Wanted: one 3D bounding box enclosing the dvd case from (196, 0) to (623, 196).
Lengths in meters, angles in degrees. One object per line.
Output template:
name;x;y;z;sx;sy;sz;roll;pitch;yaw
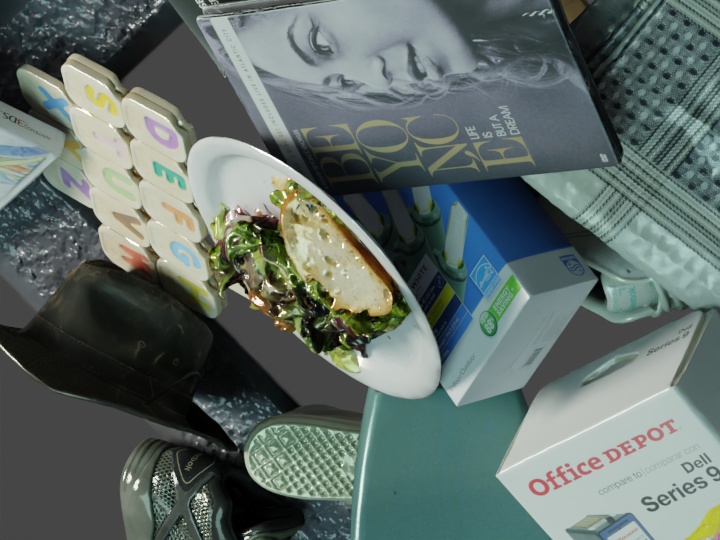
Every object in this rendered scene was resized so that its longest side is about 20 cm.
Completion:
dvd case;0.028;-0.101;1.586;0.200;0.016;0.149;-5;137;24

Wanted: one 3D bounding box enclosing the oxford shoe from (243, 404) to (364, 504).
oxford shoe;0.024;0.129;1.884;0.200;0.058;0.075;11;99;1

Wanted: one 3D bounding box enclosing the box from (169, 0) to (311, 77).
box;-0.010;-0.220;1.593;0.200;0.149;0.124;-16;125;32

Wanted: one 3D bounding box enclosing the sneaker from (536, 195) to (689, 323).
sneaker;0.182;0.002;1.708;0.200;0.080;0.070;2;121;17

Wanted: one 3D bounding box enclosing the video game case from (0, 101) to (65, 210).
video game case;-0.310;-0.079;1.846;0.182;0.022;0.200;26;146;-21

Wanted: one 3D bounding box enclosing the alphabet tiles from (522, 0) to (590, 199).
alphabet tiles;0.071;-0.124;1.722;0.166;0.006;0.200;-33;104;38

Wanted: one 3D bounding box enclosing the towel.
towel;0.200;-0.086;1.625;0.200;0.035;0.193;39;107;-8

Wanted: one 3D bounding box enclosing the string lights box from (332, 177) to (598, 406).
string lights box;0.043;-0.031;1.697;0.200;0.059;0.103;54;135;24

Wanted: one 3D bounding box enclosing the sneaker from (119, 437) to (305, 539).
sneaker;-0.095;0.212;1.977;0.114;0.076;0.200;10;120;26

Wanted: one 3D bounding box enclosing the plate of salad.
plate of salad;-0.034;0.006;1.677;0.200;0.048;0.200;38;158;18

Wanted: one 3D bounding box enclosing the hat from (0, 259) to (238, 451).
hat;-0.153;0.042;1.859;0.201;0.201;0.081;27;94;5

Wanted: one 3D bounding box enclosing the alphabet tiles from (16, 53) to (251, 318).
alphabet tiles;-0.134;-0.050;1.803;0.196;0.015;0.200;29;151;24

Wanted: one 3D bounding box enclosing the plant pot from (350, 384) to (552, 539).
plant pot;0.058;0.163;1.795;0.141;0.141;0.200;-4;97;0

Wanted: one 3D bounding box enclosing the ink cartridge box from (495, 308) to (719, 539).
ink cartridge box;0.200;0.139;1.682;0.145;0.088;0.200;-30;107;37
